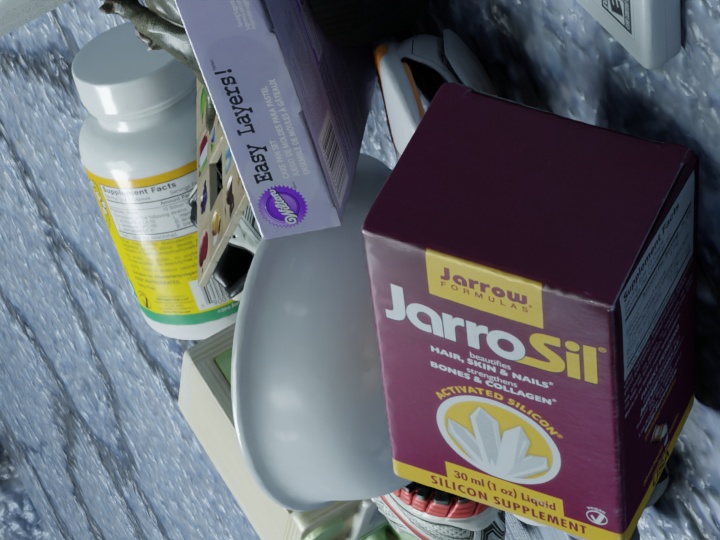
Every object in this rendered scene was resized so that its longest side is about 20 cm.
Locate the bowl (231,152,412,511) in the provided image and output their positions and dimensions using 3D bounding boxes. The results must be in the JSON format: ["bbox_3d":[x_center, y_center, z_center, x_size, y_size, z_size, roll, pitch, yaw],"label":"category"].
[{"bbox_3d":[0.018,0.041,1.543,0.090,0.201,0.202,10,134,30],"label":"bowl"}]

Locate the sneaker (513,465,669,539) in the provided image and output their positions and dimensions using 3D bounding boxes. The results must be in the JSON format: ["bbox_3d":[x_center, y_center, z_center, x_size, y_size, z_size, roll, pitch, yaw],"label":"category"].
[{"bbox_3d":[0.115,0.073,1.494,0.115,0.075,0.201,29,150,45],"label":"sneaker"}]

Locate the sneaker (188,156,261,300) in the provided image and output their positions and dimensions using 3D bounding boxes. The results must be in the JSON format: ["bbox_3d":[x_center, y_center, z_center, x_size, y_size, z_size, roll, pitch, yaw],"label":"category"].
[{"bbox_3d":[-0.069,-0.059,1.777,0.076,0.087,0.201,46,156,46],"label":"sneaker"}]

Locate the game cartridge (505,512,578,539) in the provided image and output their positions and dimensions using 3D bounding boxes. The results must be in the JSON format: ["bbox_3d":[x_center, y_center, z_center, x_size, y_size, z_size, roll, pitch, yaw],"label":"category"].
[{"bbox_3d":[0.106,0.136,1.661,0.201,0.040,0.133,65,167,-12],"label":"game cartridge"}]

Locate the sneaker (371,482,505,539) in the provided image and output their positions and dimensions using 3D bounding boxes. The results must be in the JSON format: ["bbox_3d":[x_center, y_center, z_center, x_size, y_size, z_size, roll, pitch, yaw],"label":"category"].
[{"bbox_3d":[0.019,0.116,1.695,0.200,0.078,0.083,42,156,50],"label":"sneaker"}]

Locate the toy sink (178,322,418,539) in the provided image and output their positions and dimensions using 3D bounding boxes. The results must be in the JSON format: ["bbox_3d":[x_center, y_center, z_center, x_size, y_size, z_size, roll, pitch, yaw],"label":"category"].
[{"bbox_3d":[-0.013,0.119,1.823,0.201,0.130,0.112,57,163,17],"label":"toy sink"}]

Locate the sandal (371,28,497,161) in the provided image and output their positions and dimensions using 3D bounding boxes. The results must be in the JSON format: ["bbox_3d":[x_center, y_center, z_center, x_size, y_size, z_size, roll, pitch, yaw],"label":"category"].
[{"bbox_3d":[0.041,-0.092,1.463,0.207,0.059,0.080,-100,-3,-73],"label":"sandal"}]

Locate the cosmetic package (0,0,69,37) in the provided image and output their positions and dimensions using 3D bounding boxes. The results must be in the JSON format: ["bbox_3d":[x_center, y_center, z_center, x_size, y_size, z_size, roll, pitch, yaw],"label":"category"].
[{"bbox_3d":[-0.206,-0.254,1.730,0.168,0.166,0.200,62,162,-2],"label":"cosmetic package"}]

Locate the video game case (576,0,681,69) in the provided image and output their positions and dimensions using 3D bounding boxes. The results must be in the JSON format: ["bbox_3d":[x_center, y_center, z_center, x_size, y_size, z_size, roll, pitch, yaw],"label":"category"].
[{"bbox_3d":[0.077,-0.210,1.211,0.182,0.023,0.201,49,160,35],"label":"video game case"}]

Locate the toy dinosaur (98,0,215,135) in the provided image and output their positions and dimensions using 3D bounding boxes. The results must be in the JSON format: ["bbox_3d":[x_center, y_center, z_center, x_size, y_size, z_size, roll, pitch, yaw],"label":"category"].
[{"bbox_3d":[-0.101,-0.156,1.613,0.102,0.077,0.201,23,126,39],"label":"toy dinosaur"}]

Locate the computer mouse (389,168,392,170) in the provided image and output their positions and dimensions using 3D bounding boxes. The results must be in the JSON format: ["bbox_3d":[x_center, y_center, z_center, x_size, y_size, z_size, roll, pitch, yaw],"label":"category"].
[{"bbox_3d":[0.000,0.000,1.695,0.200,0.044,0.111,113,163,-86],"label":"computer mouse"}]

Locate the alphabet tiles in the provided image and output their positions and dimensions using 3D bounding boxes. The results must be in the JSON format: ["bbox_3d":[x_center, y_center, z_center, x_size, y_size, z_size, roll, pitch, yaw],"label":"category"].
[{"bbox_3d":[-0.072,-0.108,1.654,0.200,0.007,0.168,123,149,-59],"label":"alphabet tiles"}]

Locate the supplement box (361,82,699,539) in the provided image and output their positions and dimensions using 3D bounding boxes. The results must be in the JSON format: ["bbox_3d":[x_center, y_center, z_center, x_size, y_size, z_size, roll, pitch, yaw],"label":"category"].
[{"bbox_3d":[0.085,0.025,1.341,0.130,0.103,0.201,17,145,20],"label":"supplement box"}]

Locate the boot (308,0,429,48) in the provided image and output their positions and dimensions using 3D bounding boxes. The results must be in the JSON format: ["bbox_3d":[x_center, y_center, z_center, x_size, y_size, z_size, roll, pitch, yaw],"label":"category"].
[{"bbox_3d":[-0.016,-0.223,1.417,0.201,0.077,0.139,85,164,-52],"label":"boot"}]

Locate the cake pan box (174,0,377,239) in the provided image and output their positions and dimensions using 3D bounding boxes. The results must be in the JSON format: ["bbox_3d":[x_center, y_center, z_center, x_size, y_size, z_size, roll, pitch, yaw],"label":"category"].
[{"bbox_3d":[-0.043,-0.142,1.466,0.185,0.052,0.201,-76,-29,-53],"label":"cake pan box"}]

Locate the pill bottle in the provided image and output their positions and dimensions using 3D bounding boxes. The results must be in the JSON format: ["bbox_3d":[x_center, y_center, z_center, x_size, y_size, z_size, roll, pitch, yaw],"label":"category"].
[{"bbox_3d":[-0.125,-0.064,1.890,0.113,0.112,0.201,38,152,53],"label":"pill bottle"}]
